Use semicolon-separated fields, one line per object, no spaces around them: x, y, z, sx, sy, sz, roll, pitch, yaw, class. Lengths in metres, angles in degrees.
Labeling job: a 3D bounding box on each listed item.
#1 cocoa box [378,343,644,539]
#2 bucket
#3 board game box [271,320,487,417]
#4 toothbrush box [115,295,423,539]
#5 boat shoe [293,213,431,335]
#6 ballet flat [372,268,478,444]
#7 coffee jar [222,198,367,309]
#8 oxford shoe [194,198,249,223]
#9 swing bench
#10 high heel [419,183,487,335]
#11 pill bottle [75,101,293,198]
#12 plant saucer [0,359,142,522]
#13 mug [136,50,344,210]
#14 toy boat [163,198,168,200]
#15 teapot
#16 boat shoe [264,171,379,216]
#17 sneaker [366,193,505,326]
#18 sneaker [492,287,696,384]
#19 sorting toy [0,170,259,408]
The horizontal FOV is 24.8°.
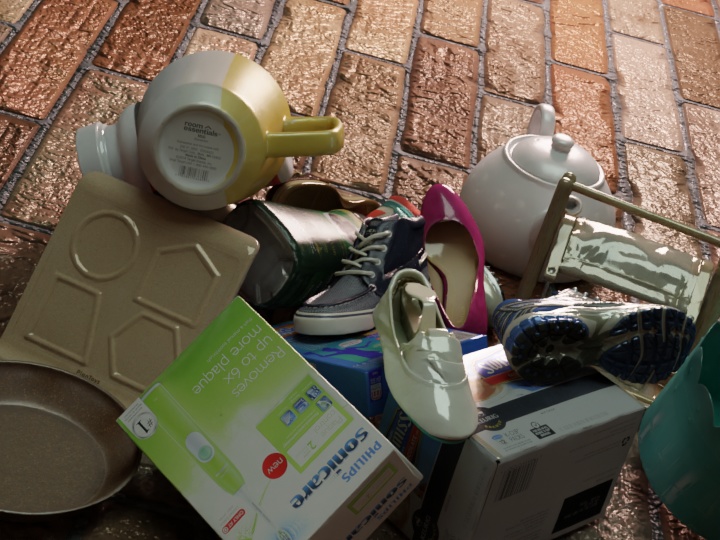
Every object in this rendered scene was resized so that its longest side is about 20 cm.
0.123;0.156;1.425;0.200;0.134;0.131;-14;40;-41;cocoa box
0.365;0.150;1.502;0.206;0.135;0.208;14;48;-17;bucket
-0.006;0.081;1.500;0.152;0.045;0.200;-14;16;-40;board game box
-0.074;0.143;1.311;0.200;0.146;0.086;43;-4;29;toothbrush box
0.000;0.000;1.546;0.074;0.093;0.200;3;12;29;boat shoe
0.052;0.062;1.353;0.069;0.070;0.200;6;28;-17;ballet flat
-0.048;-0.012;1.622;0.104;0.085;0.200;50;24;26;coffee jar
-0.180;-0.062;1.707;0.199;0.071;0.075;23;33;12;oxford shoe
0.262;0.029;1.666;0.198;0.201;0.130;22;9;7;swing bench
0.094;-0.010;1.644;0.067;0.096;0.201;-15;67;3;high heel
-0.176;-0.122;1.646;0.199;0.116;0.116;-15;32;4;pill bottle
-0.281;0.146;1.345;0.200;0.037;0.201;11;30;-7;plant saucer
-0.126;-0.131;1.507;0.150;0.186;0.153;57;7;-10;mug
-0.198;-0.010;1.549;0.130;0.131;0.200;-16;43;-43;toy boat
0.210;-0.091;1.868;0.200;0.146;0.197;35;35;31;teapot
-0.054;-0.068;1.746;0.072;0.072;0.200;26;11;27;boat shoe
0.065;0.006;1.732;0.093;0.070;0.200;-33;59;-22;sneaker
0.205;0.048;1.446;0.199;0.077;0.085;4;24;-27;sneaker
-0.209;0.028;1.473;0.185;0.200;0.036;23;-13;15;sorting toy
